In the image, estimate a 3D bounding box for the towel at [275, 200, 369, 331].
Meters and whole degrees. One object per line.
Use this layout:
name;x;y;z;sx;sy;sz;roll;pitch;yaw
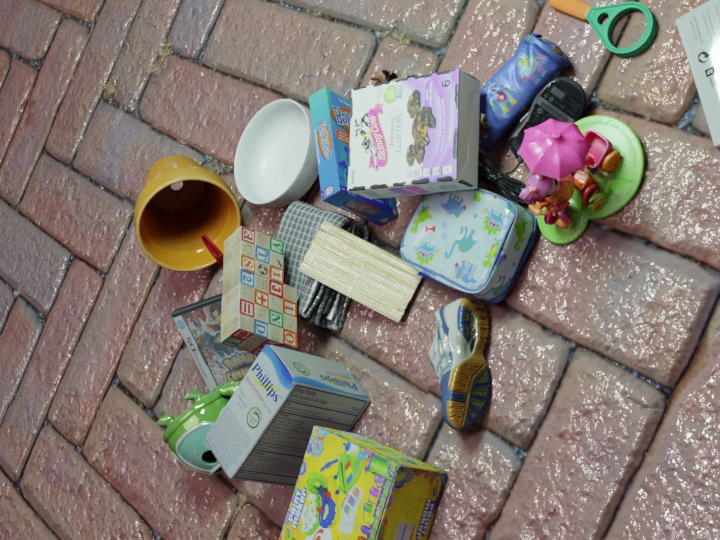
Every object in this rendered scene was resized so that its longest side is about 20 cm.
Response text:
towel;-0.086;-0.010;1.872;0.165;0.085;0.202;18;89;45

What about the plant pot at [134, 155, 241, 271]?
plant pot;-0.348;-0.130;2.096;0.201;0.199;0.184;-53;33;16

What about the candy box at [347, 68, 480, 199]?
candy box;0.080;-0.204;1.653;0.199;0.071;0.170;-4;80;35

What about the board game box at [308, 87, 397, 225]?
board game box;-0.012;-0.191;1.816;0.045;0.151;0.202;-26;60;33

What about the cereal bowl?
cereal bowl;-0.138;-0.208;1.986;0.199;0.083;0.202;-16;66;40

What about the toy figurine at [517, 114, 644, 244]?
toy figurine;0.274;-0.135;1.494;0.150;0.183;0.201;44;112;31

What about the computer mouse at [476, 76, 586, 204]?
computer mouse;0.244;-0.215;1.631;0.140;0.046;0.201;31;107;10

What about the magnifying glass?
magnifying glass;0.362;-0.379;1.622;0.200;0.022;0.080;37;103;41

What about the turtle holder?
turtle holder;-0.255;0.278;1.917;0.185;0.141;0.132;-34;77;-11

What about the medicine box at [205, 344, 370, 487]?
medicine box;-0.118;0.241;1.750;0.201;0.181;0.103;-56;48;13

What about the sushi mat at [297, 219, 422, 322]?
sushi mat;0.000;0.000;1.769;0.199;0.012;0.096;27;92;15

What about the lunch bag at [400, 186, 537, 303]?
lunch bag;0.162;-0.048;1.654;0.199;0.082;0.162;26;93;44

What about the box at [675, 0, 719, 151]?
box;0.530;-0.259;1.346;0.199;0.130;0.201;-27;59;35

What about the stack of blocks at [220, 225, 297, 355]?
stack of blocks;-0.168;0.038;1.799;0.058;0.115;0.202;-36;45;41

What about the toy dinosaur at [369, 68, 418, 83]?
toy dinosaur;0.069;-0.244;1.838;0.200;0.104;0.183;-158;77;-78

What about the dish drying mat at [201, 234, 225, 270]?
dish drying mat;-0.221;0.018;1.918;0.018;0.200;0.077;-40;46;-7

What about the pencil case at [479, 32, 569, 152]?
pencil case;0.230;-0.277;1.667;0.087;0.078;0.200;47;110;12

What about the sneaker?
sneaker;0.144;0.144;1.627;0.088;0.075;0.202;-19;57;50

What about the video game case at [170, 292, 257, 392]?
video game case;-0.233;0.132;1.933;0.199;0.025;0.182;-18;102;38

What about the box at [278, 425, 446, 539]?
box;-0.001;0.366;1.642;0.192;0.121;0.202;17;89;44
